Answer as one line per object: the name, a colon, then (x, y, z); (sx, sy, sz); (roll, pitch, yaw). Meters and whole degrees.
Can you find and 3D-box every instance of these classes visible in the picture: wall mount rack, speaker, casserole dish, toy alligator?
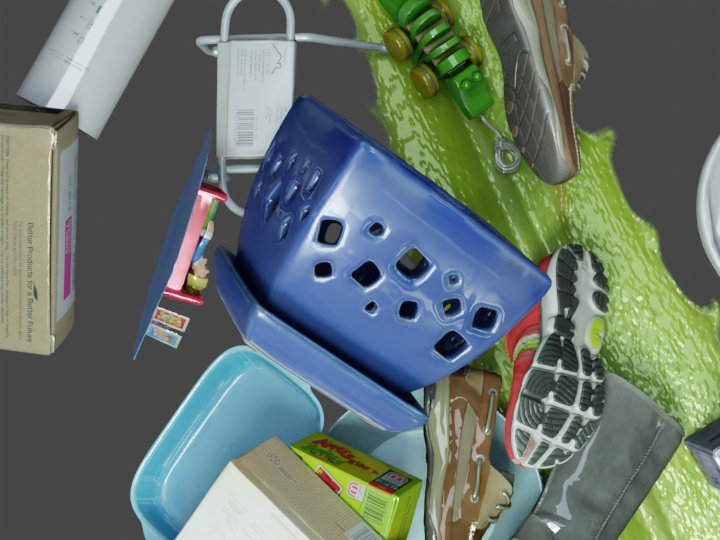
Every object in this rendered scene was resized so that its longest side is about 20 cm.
wall mount rack: (-0.055, -0.140, 1.380); (0.174, 0.075, 0.200); (0, 84, 9)
speaker: (-0.217, -0.216, 1.394); (0.081, 0.081, 0.200); (28, 87, 7)
casserole dish: (-0.107, 0.157, 1.354); (0.121, 0.039, 0.200); (37, 94, 21)
toy alligator: (0.080, -0.171, 1.371); (0.059, 0.054, 0.200); (-35, 85, -14)

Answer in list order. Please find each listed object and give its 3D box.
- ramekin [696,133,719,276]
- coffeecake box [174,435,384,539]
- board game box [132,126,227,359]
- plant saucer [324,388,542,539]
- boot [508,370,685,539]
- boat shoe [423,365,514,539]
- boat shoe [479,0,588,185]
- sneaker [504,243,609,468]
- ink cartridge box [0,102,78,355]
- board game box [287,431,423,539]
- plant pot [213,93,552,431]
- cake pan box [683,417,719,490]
ramekin: (0.372, -0.048, 1.318); (0.202, 0.094, 0.203); (0, 85, 4)
coffeecake box: (-0.080, 0.258, 1.260); (0.154, 0.073, 0.200); (42, 116, 14)
board game box: (-0.136, -0.018, 1.317); (0.039, 0.200, 0.158); (19, 50, -11)
plant saucer: (0.053, 0.196, 1.350); (0.201, 0.039, 0.201); (0, 85, 5)
boot: (0.206, 0.210, 1.320); (0.182, 0.073, 0.200); (47, 62, -27)
boat shoe: (0.087, 0.174, 1.293); (0.074, 0.076, 0.200); (0, 85, 1)
boat shoe: (0.160, -0.172, 1.358); (0.072, 0.076, 0.200); (-9, 83, -21)
sneaker: (0.152, 0.076, 1.317); (0.077, 0.085, 0.200); (29, 60, -21)
ink cartridge box: (-0.325, -0.041, 1.354); (0.165, 0.075, 0.200); (7, 109, 5)
board game box: (-0.026, 0.243, 1.299); (0.102, 0.048, 0.200); (23, 110, 23)
plant pot: (0.000, 0.000, 1.273); (0.200, 0.200, 0.180); (33, 96, -22)
cake pan box: (0.356, 0.105, 1.260); (0.200, 0.184, 0.052); (-32, 87, 0)
